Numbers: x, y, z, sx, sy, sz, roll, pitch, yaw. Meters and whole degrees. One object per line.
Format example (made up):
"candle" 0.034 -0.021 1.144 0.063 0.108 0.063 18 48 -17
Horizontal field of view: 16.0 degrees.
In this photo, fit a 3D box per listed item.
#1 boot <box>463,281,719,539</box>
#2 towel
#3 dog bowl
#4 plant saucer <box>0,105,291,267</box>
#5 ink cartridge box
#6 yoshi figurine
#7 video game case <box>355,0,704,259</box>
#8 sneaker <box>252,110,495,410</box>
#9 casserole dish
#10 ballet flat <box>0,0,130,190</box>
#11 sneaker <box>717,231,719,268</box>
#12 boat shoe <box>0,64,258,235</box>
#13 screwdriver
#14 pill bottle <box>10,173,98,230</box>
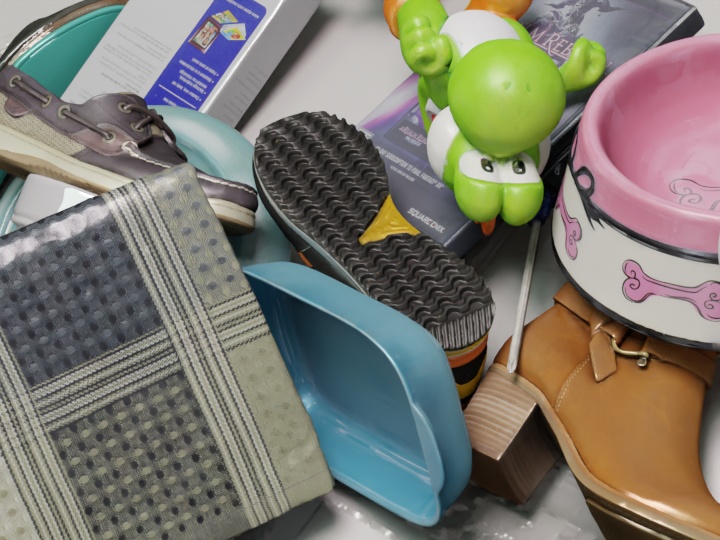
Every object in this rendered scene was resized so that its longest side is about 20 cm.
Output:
"boot" 0.157 0.069 1.315 0.200 0.074 0.155 27 67 30
"towel" -0.134 0.068 1.334 0.192 0.035 0.200 -25 95 -14
"dog bowl" 0.198 -0.049 1.330 0.200 0.074 0.200 -3 38 2
"plant saucer" -0.137 -0.006 1.474 0.200 0.027 0.200 -7 70 18
"ink cartridge box" -0.111 -0.121 1.543 0.099 0.039 0.200 34 86 32
"yoshi figurine" 0.070 -0.111 1.376 0.112 0.112 0.200 -25 39 11
"video game case" 0.082 -0.098 1.460 0.200 0.019 0.143 -44 37 -9
"sneaker" 0.000 0.000 1.397 0.070 0.090 0.200 -24 52 -22
"casserole dish" -0.004 0.058 1.343 0.039 0.121 0.200 -29 30 -25
"ballet flat" -0.221 -0.102 1.573 0.200 0.068 0.068 -48 46 -13
"sneaker" 0.217 0.067 1.221 0.073 0.200 0.085 -22 11 9
"boat shoe" -0.140 -0.070 1.443 0.200 0.072 0.065 17 84 31
"screwdriver" 0.092 -0.017 1.386 0.028 0.029 0.200 -15 32 25
"pill bottle" -0.178 0.054 1.392 0.111 0.111 0.200 19 86 30
